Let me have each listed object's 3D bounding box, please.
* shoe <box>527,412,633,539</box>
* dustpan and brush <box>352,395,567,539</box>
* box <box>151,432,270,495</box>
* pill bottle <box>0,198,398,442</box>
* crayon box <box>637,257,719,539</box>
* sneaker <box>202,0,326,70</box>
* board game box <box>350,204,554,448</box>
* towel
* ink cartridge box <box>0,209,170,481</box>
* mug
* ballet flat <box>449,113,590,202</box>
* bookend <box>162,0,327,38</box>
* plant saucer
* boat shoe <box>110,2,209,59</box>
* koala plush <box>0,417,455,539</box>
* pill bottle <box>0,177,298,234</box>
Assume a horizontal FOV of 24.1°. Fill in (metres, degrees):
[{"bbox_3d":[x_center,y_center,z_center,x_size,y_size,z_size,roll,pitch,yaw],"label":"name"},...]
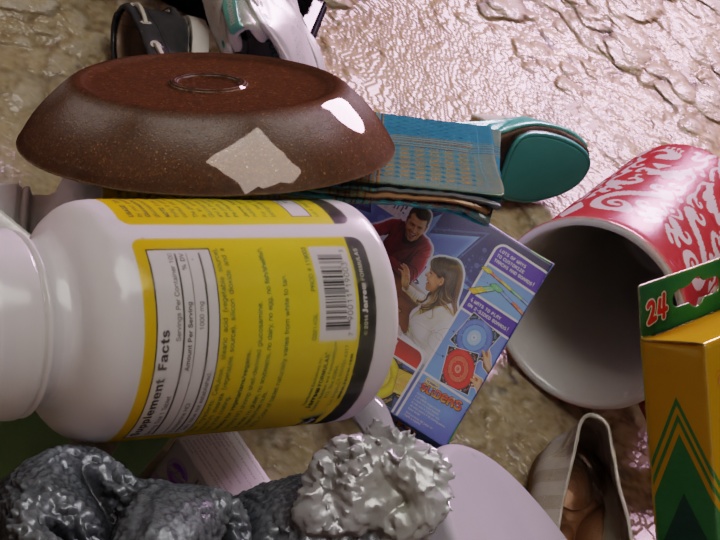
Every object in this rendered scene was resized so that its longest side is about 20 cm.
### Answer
[{"bbox_3d":[0.125,0.166,0.993,0.070,0.053,0.200,24,40,-12],"label":"shoe"},{"bbox_3d":[0.046,0.125,0.933,0.139,0.057,0.200,20,34,-49],"label":"dustpan and brush"},{"bbox_3d":[-0.038,0.171,0.885,0.041,0.039,0.200,-16,60,-44],"label":"box"},{"bbox_3d":[-0.092,0.022,0.794,0.199,0.113,0.113,-1,51,-33],"label":"pill bottle"},{"bbox_3d":[0.232,0.095,1.045,0.127,0.051,0.201,-17,104,-44],"label":"crayon box"},{"bbox_3d":[-0.078,-0.183,1.118,0.201,0.075,0.089,65,18,-12],"label":"sneaker"},{"bbox_3d":[0.000,0.000,1.028,0.200,0.034,0.136,33,77,-3],"label":"board game box"},{"bbox_3d":[-0.019,-0.066,0.947,0.199,0.022,0.147,7,20,2],"label":"towel"},{"bbox_3d":[-0.198,0.049,0.834,0.200,0.048,0.146,39,76,7],"label":"ink cartridge box"},{"bbox_3d":[0.193,0.013,1.169,0.133,0.178,0.200,6,25,27],"label":"mug"},{"bbox_3d":[0.084,-0.087,1.215,0.200,0.068,0.070,-9,41,-43],"label":"ballet flat"},{"bbox_3d":[-0.081,-0.278,1.183,0.198,0.200,0.092,27,40,-8],"label":"bookend"},{"bbox_3d":[-0.080,-0.084,0.887,0.199,0.037,0.201,3,19,-1],"label":"plant saucer"},{"bbox_3d":[-0.130,-0.106,1.075,0.060,0.074,0.200,16,40,-21],"label":"boat shoe"},{"bbox_3d":[-0.055,0.147,0.767,0.199,0.178,0.184,-14,50,-19],"label":"koala plush"},{"bbox_3d":[-0.113,-0.002,0.932,0.199,0.112,0.112,3,46,-11],"label":"pill bottle"}]
